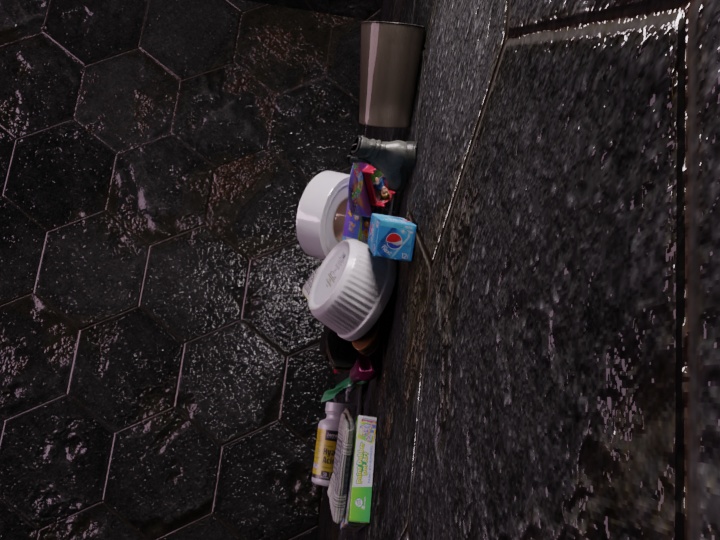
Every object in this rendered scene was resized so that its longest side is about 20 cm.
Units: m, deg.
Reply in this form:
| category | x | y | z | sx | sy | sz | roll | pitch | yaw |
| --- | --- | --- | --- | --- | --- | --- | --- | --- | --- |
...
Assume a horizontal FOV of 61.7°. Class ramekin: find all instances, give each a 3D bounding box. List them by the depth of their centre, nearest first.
| category | x | y | z | sx | sy | sz | roll | pitch | yaw |
| --- | --- | --- | --- | --- | --- | --- | --- | --- | --- |
| ramekin | -0.024 | 0.032 | 1.240 | 0.201 | 0.104 | 0.201 | -49 | 23 | 29 |

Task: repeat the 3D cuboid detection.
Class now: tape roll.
| category | x | y | z | sx | sy | sz | roll | pitch | yaw |
| --- | --- | --- | --- | --- | --- | --- | --- | --- | --- |
| tape roll | -0.059 | -0.122 | 1.383 | 0.202 | 0.070 | 0.206 | -32 | -50 | -49 |

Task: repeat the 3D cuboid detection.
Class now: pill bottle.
| category | x | y | z | sx | sy | sz | roll | pitch | yaw |
| --- | --- | --- | --- | --- | --- | --- | --- | --- | --- |
| pill bottle | -0.060 | 0.444 | 1.545 | 0.111 | 0.109 | 0.203 | 112 | 164 | -76 |

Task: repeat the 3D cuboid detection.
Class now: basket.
| category | x | y | z | sx | sy | sz | roll | pitch | yaw |
| --- | --- | --- | --- | --- | --- | --- | --- | --- | --- |
| basket | 0.059 | -0.411 | 1.276 | 0.181 | 0.134 | 0.203 | -108 | 21 | -69 |

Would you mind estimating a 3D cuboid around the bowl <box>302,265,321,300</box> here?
| category | x | y | z | sx | sy | sz | roll | pitch | yaw |
| --- | --- | --- | --- | --- | --- | --- | --- | --- | --- |
| bowl | -0.056 | 0.029 | 1.674 | 0.201 | 0.197 | 0.096 | -90 | 13 | -65 |

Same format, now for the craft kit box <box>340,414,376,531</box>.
| category | x | y | z | sx | sy | sz | roll | pitch | yaw |
| --- | --- | --- | --- | --- | --- | --- | --- | --- | --- |
| craft kit box | -0.005 | 0.427 | 1.257 | 0.198 | 0.048 | 0.203 | 99 | 177 | -63 |

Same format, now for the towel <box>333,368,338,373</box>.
| category | x | y | z | sx | sy | sz | roll | pitch | yaw |
| --- | --- | --- | --- | --- | --- | --- | --- | --- | --- |
| towel | -0.041 | 0.141 | 1.445 | 0.145 | 0.022 | 0.203 | 143 | 129 | -69 |

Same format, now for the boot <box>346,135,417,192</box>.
| category | x | y | z | sx | sy | sz | roll | pitch | yaw |
| --- | --- | --- | --- | --- | --- | --- | --- | --- | --- |
| boot | 0.036 | -0.220 | 1.208 | 0.200 | 0.128 | 0.069 | 114 | 164 | -78 |

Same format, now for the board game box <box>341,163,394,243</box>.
| category | x | y | z | sx | sy | sz | roll | pitch | yaw |
| --- | --- | --- | --- | --- | --- | --- | --- | --- | --- |
| board game box | 0.025 | -0.160 | 1.388 | 0.134 | 0.044 | 0.203 | -9 | -69 | -57 |

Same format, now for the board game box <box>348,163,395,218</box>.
| category | x | y | z | sx | sy | sz | roll | pitch | yaw |
| --- | --- | --- | --- | --- | --- | --- | --- | --- | --- |
| board game box | 0.045 | -0.192 | 1.323 | 0.199 | 0.038 | 0.161 | 3 | -79 | -59 |

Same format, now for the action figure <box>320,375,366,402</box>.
| category | x | y | z | sx | sy | sz | roll | pitch | yaw |
| --- | --- | --- | --- | --- | --- | --- | --- | --- | --- |
| action figure | -0.025 | 0.296 | 1.561 | 0.118 | 0.055 | 0.200 | -40 | -3 | -29 |

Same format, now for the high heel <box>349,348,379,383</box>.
| category | x | y | z | sx | sy | sz | roll | pitch | yaw |
| --- | --- | --- | --- | --- | --- | --- | --- | --- | --- |
| high heel | 0.028 | 0.148 | 1.328 | 0.096 | 0.067 | 0.203 | -34 | 43 | 53 |

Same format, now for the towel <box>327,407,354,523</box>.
| category | x | y | z | sx | sy | sz | roll | pitch | yaw |
| --- | --- | --- | --- | --- | --- | --- | --- | --- | --- |
| towel | -0.043 | 0.411 | 1.300 | 0.200 | 0.034 | 0.196 | 164 | 113 | -87 |

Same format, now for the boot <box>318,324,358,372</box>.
| category | x | y | z | sx | sy | sz | roll | pitch | yaw |
| --- | --- | --- | --- | --- | --- | --- | --- | --- | --- |
| boot | -0.053 | 0.180 | 1.342 | 0.201 | 0.076 | 0.140 | -93 | 18 | -52 |

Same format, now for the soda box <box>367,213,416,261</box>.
| category | x | y | z | sx | sy | sz | roll | pitch | yaw |
| --- | --- | --- | --- | --- | --- | --- | --- | --- | --- |
| soda box | 0.054 | -0.064 | 1.099 | 0.200 | 0.067 | 0.065 | -104 | 23 | -81 |

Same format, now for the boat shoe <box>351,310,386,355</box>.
| category | x | y | z | sx | sy | sz | roll | pitch | yaw |
| --- | --- | --- | --- | --- | --- | --- | --- | --- | --- |
| boat shoe | 0.026 | 0.106 | 1.293 | 0.071 | 0.070 | 0.202 | 54 | -152 | -34 |
